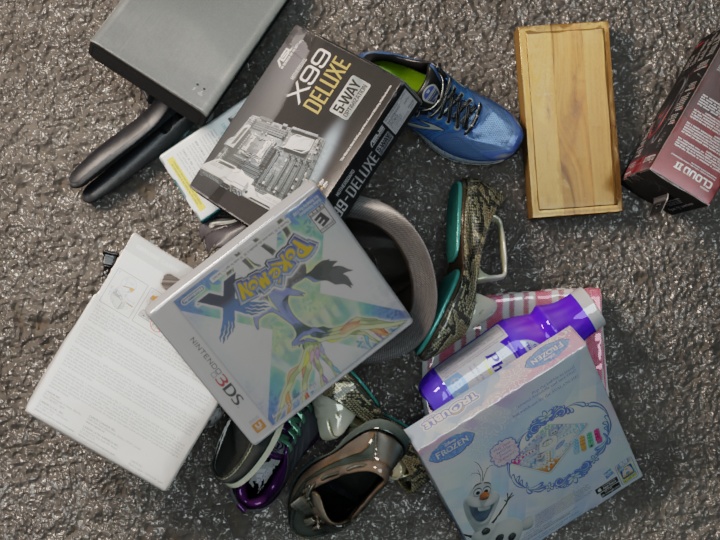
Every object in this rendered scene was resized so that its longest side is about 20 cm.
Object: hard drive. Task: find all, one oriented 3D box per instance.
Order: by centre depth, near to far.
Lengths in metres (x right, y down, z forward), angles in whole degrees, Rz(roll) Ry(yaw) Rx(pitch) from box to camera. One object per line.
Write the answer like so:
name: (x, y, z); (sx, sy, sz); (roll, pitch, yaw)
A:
hard drive: (-0.168, -0.262, 1.629); (0.139, 0.033, 0.201); (32, 63, -2)

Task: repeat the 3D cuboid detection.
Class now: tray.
tray: (0.220, -0.159, 1.682); (0.097, 0.037, 0.202); (-4, 90, -3)

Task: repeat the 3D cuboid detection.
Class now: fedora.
fedora: (0.000, 0.000, 1.618); (0.198, 0.090, 0.179); (-11, 103, 26)

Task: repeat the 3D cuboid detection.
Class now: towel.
towel: (0.162, 0.096, 1.676); (0.198, 0.030, 0.148); (-4, 88, -3)

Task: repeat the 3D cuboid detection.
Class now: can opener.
can opener: (-0.220, -0.144, 1.655); (0.200, 0.079, 0.063); (-46, 130, 0)

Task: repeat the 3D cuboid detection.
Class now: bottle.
bottle: (0.159, 0.093, 1.629); (0.199, 0.065, 0.084); (-34, 105, -1)

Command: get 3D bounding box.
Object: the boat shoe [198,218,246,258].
boat shoe: (-0.080, -0.074, 1.647); (0.199, 0.073, 0.063); (-36, 69, -1)

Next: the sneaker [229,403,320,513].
sneaker: (-0.070, 0.161, 1.632); (0.074, 0.088, 0.201); (26, 88, -2)

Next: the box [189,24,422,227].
box: (-0.055, -0.125, 1.570); (0.157, 0.050, 0.201); (33, 87, 35)

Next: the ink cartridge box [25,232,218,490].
ink cartridge box: (-0.206, 0.089, 1.539); (0.160, 0.050, 0.201); (31, 86, -10)

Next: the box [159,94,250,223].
box: (-0.106, -0.138, 1.657); (0.199, 0.049, 0.083); (-34, 90, -3)

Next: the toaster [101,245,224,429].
toaster: (-0.200, 0.077, 1.617); (0.128, 0.114, 0.202); (1, 90, -7)

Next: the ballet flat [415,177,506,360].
ballet flat: (0.114, 0.003, 1.639); (0.075, 0.068, 0.202); (17, 73, -11)

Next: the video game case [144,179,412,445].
video game case: (-0.074, 0.043, 1.509); (0.199, 0.022, 0.183); (-38, 117, -3)

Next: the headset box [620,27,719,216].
headset box: (0.348, -0.146, 1.632); (0.075, 0.149, 0.201); (31, 86, -2)

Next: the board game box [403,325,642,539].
board game box: (0.169, 0.186, 1.616); (0.199, 0.043, 0.200); (-31, 126, -4)

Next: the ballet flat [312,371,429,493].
ballet flat: (0.002, 0.161, 1.618); (0.200, 0.068, 0.076); (43, 67, -24)

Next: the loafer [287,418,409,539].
loafer: (-0.023, 0.221, 1.588); (0.071, 0.200, 0.063); (30, 43, -11)

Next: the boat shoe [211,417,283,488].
boat shoe: (-0.105, 0.119, 1.579); (0.067, 0.072, 0.201); (20, 98, -40)

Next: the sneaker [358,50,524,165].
sneaker: (0.078, -0.169, 1.648); (0.198, 0.089, 0.079); (23, 89, -2)
